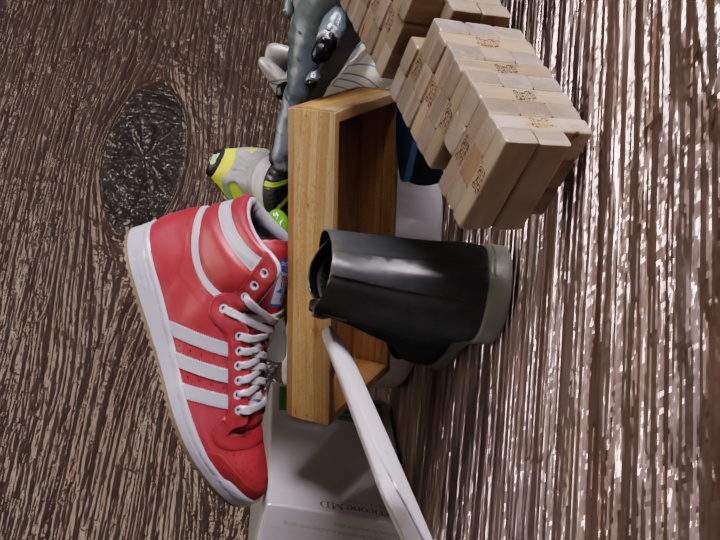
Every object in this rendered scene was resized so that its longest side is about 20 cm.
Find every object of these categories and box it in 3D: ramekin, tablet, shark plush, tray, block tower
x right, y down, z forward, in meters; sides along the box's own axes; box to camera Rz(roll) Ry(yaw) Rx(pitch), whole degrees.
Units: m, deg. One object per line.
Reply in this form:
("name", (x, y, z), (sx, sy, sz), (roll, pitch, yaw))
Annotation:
("ramekin", (0.000, 0.000, 0.834), (0.200, 0.097, 0.202), (-169, 90, -83))
("tablet", (0.020, 0.115, 0.521), (0.200, 0.014, 0.131), (-119, 6, -71))
("shark plush", (-0.027, -0.158, 0.637), (0.200, 0.090, 0.084), (-52, 20, 24))
("tray", (-0.012, -0.012, 0.674), (0.099, 0.037, 0.202), (-33, -52, -59))
("block tower", (0.045, -0.109, 0.519), (0.058, 0.054, 0.201), (-63, 37, 41))

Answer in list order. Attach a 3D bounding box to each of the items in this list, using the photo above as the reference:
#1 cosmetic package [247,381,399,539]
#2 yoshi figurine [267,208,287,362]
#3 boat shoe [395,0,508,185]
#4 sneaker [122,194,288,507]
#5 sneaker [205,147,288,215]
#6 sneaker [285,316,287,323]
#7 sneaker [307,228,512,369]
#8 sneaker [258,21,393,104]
("cosmetic package", (-0.028, 0.170, 0.784), (0.200, 0.107, 0.086), (-107, 29, -72))
("yoshi figurine", (-0.100, 0.001, 0.817), (0.200, 0.111, 0.113), (-107, 31, -85))
("boat shoe", (0.067, -0.141, 0.618), (0.084, 0.068, 0.201), (-105, 24, -55))
("sneaker", (-0.073, 0.049, 0.676), (0.071, 0.112, 0.202), (-24, -86, -75))
("sneaker", (-0.079, -0.070, 0.944), (0.076, 0.076, 0.200), (-65, -14, -11))
("sneaker", (-0.005, -0.005, 0.996), (0.074, 0.081, 0.201), (-15, 43, 58))
("sneaker", (0.017, 0.012, 0.632), (0.200, 0.105, 0.076), (127, 152, -76))
("sneaker", (-0.005, -0.154, 0.727), (0.199, 0.087, 0.075), (-24, 29, 48))
